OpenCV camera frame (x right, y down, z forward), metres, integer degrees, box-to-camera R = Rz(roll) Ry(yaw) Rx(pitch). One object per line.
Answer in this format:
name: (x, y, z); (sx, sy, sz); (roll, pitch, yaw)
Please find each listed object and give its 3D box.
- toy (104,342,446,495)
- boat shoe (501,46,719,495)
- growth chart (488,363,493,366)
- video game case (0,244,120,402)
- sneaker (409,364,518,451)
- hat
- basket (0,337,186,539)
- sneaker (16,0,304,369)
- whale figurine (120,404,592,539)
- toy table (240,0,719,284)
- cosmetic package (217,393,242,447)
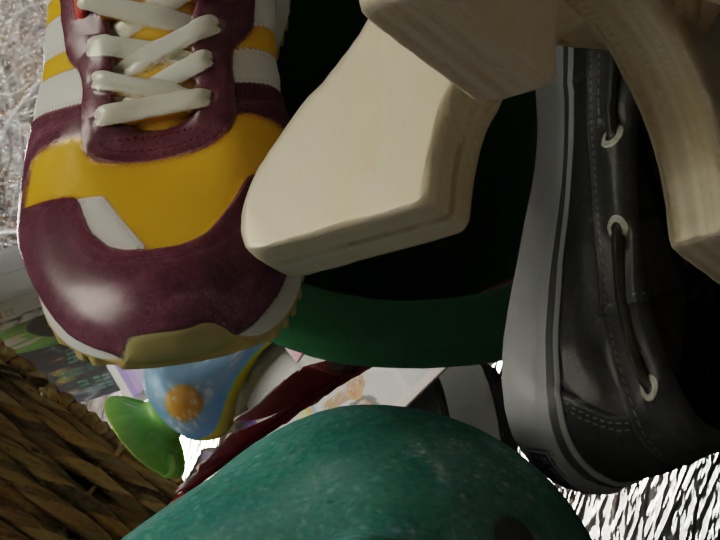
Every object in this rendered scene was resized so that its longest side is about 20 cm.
toy: (-0.012, -0.011, 0.952); (0.200, 0.047, 0.115); (-47, 56, 21)
boat shoe: (0.081, -0.040, 0.782); (0.057, 0.069, 0.201); (-12, 65, 46)
growth chart: (0.044, -0.029, 1.027); (0.200, 0.018, 0.145); (139, 128, -76)
video game case: (-0.066, 0.007, 1.174); (0.200, 0.181, 0.023); (89, 163, -76)
sneaker: (-0.009, 0.065, 1.055); (0.200, 0.090, 0.067); (152, 109, -77)
hat: (0.000, 0.000, 0.908); (0.176, 0.199, 0.166); (93, 169, -58)
basket: (-0.161, 0.117, 1.075); (0.143, 0.200, 0.149); (-57, 6, -35)
sneaker: (-0.053, -0.061, 0.756); (0.200, 0.075, 0.090); (-96, -2, -52)
whale figurine: (-0.034, 0.090, 0.736); (0.159, 0.199, 0.104); (-47, 55, 53)
toy table: (0.056, -0.075, 0.673); (0.200, 0.184, 0.118); (-23, 58, 39)
cosmetic package: (-0.028, 0.125, 1.178); (0.083, 0.050, 0.201); (67, -154, -57)
